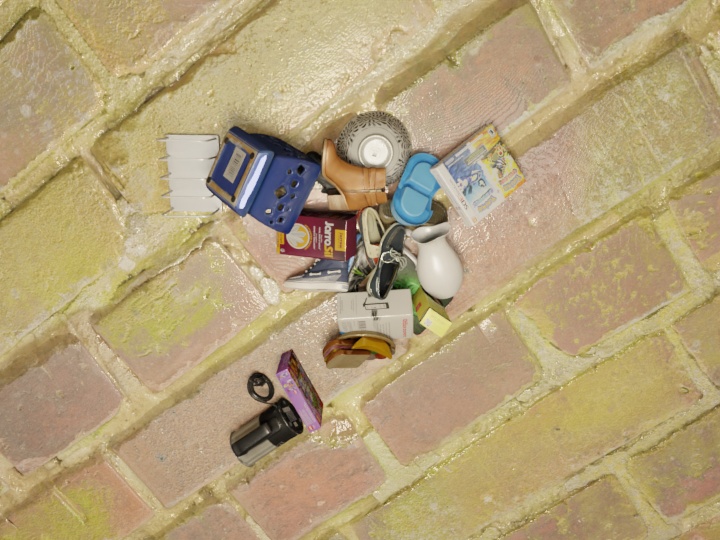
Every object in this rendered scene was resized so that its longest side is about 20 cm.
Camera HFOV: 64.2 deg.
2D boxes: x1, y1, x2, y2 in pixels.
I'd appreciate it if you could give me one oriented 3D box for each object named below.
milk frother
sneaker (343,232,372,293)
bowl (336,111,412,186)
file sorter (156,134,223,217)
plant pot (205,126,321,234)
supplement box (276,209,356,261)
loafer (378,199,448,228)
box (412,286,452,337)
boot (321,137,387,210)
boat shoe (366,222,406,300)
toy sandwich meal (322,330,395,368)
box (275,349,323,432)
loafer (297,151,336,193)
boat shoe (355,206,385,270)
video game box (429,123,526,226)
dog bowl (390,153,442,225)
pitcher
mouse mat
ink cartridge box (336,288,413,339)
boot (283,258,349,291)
[{"bbox_3d":[-0.302,0.429,1.666,0.188,0.180,0.201,-35,60,8],"label":"milk frother"},{"bbox_3d":[0.000,0.000,1.566,0.082,0.071,0.201,14,102,2],"label":"sneaker"},{"bbox_3d":[0.038,-0.304,1.471,0.199,0.094,0.202,0,106,-1],"label":"bowl"},{"bbox_3d":[-0.438,-0.242,1.470,0.138,0.125,0.201,1,105,-1],"label":"file sorter"},{"bbox_3d":[-0.249,-0.229,1.405,0.179,0.200,0.201,12,110,-51],"label":"plant pot"},{"bbox_3d":[-0.115,-0.095,1.503,0.199,0.086,0.111,7,107,17],"label":"supplement box"},{"bbox_3d":[0.137,-0.151,1.529,0.199,0.067,0.077,8,77,-17],"label":"loafer"},{"bbox_3d":[0.185,0.105,1.523,0.075,0.200,0.050,34,102,-11],"label":"box"},{"bbox_3d":[-0.014,-0.238,1.410,0.154,0.077,0.201,-6,120,4],"label":"boot"},{"bbox_3d":[0.075,-0.022,1.465,0.075,0.062,0.201,23,92,-31],"label":"boat shoe"},{"bbox_3d":[-0.001,0.228,1.579,0.204,0.206,0.071,0,61,0],"label":"toy sandwich meal"},{"bbox_3d":[-0.169,0.338,1.625,0.039,0.137,0.201,-26,104,7],"label":"box"},{"bbox_3d":[-0.076,-0.228,1.508,0.200,0.068,0.070,39,113,-7],"label":"loafer"},{"bbox_3d":[0.044,-0.073,1.508,0.071,0.063,0.201,-23,101,-19],"label":"boat shoe"},{"bbox_3d":[0.305,-0.244,1.481,0.200,0.047,0.183,-39,105,-12],"label":"video game box"},{"bbox_3d":[0.143,-0.204,1.478,0.111,0.050,0.201,27,72,-12],"label":"dog bowl"},{"bbox_3d":[0.183,-0.028,1.534,0.171,0.121,0.201,8,133,37],"label":"pitcher"},{"bbox_3d":[0.142,0.071,1.620,0.200,0.008,0.161,39,102,-11],"label":"mouse mat"},{"bbox_3d":[0.041,0.123,1.555,0.199,0.085,0.146,-4,149,2],"label":"ink cartridge box"},{"bbox_3d":[-0.117,0.009,1.558,0.199,0.073,0.091,0,80,27],"label":"boot"}]
